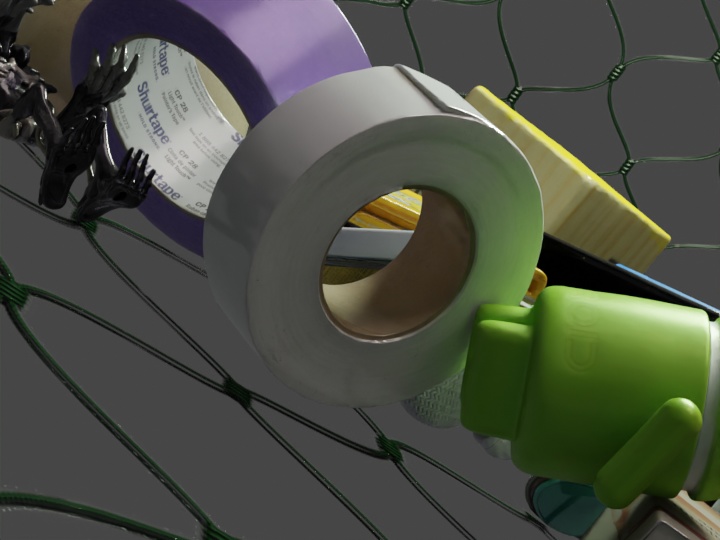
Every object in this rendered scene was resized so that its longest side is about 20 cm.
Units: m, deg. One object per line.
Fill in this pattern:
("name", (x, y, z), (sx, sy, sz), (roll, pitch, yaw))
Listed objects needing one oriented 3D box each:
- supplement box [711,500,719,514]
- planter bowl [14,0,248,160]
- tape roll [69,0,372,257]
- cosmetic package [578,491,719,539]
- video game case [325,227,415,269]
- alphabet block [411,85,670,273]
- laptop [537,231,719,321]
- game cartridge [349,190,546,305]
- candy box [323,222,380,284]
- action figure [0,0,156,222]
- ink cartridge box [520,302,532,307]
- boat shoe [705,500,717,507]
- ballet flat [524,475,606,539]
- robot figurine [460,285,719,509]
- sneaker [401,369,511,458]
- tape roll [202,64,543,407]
("supplement box", (0.330, 0.193, 1.399), (0.101, 0.200, 0.103), (45, 9, 36))
("planter bowl", (-0.157, -0.153, 1.410), (0.200, 0.135, 0.200), (37, 8, -6))
("tape roll", (-0.088, -0.109, 1.221), (0.200, 0.200, 0.085), (40, 52, 12))
("cosmetic package", (0.193, 0.195, 1.170), (0.103, 0.087, 0.200), (39, 8, 2))
("video game case", (0.003, -0.015, 1.355), (0.200, 0.022, 0.182), (4, -2, 16))
("alphabet block", (0.158, -0.034, 1.928), (0.195, 0.200, 0.196), (43, 9, 36))
("laptop", (0.249, 0.016, 1.553), (0.187, 0.116, 0.200), (26, -24, 29))
("game cartridge", (0.047, -0.042, 1.542), (0.176, 0.032, 0.200), (24, 9, -17))
("candy box", (0.000, 0.000, 1.537), (0.117, 0.056, 0.200), (30, 13, -46))
("action figure", (-0.194, -0.117, 1.157), (0.119, 0.102, 0.200), (27, 17, -50))
("ink cartridge box", (0.152, 0.096, 1.565), (0.200, 0.084, 0.145), (43, 9, 33))
("boat shoe", (0.281, 0.153, 1.449), (0.076, 0.200, 0.072), (62, -12, -4))
("ballet flat", (0.174, 0.163, 1.331), (0.200, 0.067, 0.064), (38, 37, -42))
("robot figurine", (0.162, 0.074, 1.138), (0.200, 0.116, 0.175), (10, 11, 1))
("sneaker", (0.071, 0.065, 1.348), (0.114, 0.075, 0.200), (47, 14, 35))
("tape roll", (0.009, -0.019, 1.145), (0.202, 0.202, 0.071), (32, 10, -38))
